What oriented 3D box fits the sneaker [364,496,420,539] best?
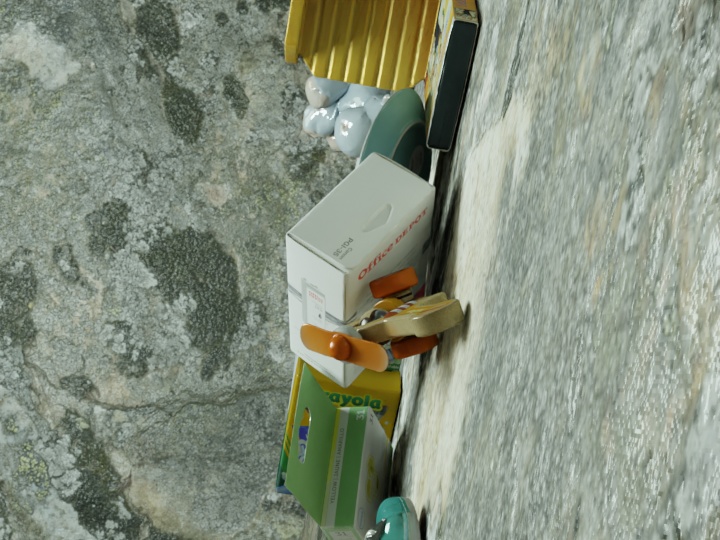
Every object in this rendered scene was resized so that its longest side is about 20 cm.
[{"bbox_3d":[0.007,0.282,1.185,0.072,0.079,0.201,103,175,-50],"label":"sneaker"}]

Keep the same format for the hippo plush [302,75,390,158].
[{"bbox_3d":[0.019,-0.233,2.127,0.161,0.199,0.160,-121,9,-45],"label":"hippo plush"}]

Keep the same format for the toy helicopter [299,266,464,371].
[{"bbox_3d":[0.029,0.049,1.232,0.200,0.131,0.080,-14,96,68],"label":"toy helicopter"}]

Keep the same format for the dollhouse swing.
[{"bbox_3d":[0.012,-0.307,1.650,0.176,0.198,0.183,-87,7,-76],"label":"dollhouse swing"}]

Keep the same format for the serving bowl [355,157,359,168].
[{"bbox_3d":[0.014,-0.095,2.224,0.200,0.065,0.202,-171,90,-86],"label":"serving bowl"}]

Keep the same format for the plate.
[{"bbox_3d":[0.043,-0.102,1.524,0.200,0.025,0.202,-46,-37,-50],"label":"plate"}]

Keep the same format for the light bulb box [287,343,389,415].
[{"bbox_3d":[-0.015,0.065,1.787,0.201,0.124,0.199,-86,7,-51],"label":"light bulb box"}]

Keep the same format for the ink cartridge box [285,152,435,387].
[{"bbox_3d":[0.000,0.000,1.400,0.147,0.082,0.201,-45,-25,-29],"label":"ink cartridge box"}]

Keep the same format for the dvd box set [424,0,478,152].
[{"bbox_3d":[0.098,-0.237,1.510,0.200,0.029,0.147,-86,6,-62],"label":"dvd box set"}]

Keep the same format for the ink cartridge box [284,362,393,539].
[{"bbox_3d":[-0.018,0.208,1.459,0.200,0.048,0.146,64,-153,-51],"label":"ink cartridge box"}]

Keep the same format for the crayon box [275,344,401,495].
[{"bbox_3d":[-0.025,0.179,1.623,0.052,0.125,0.202,-89,9,-65],"label":"crayon box"}]
